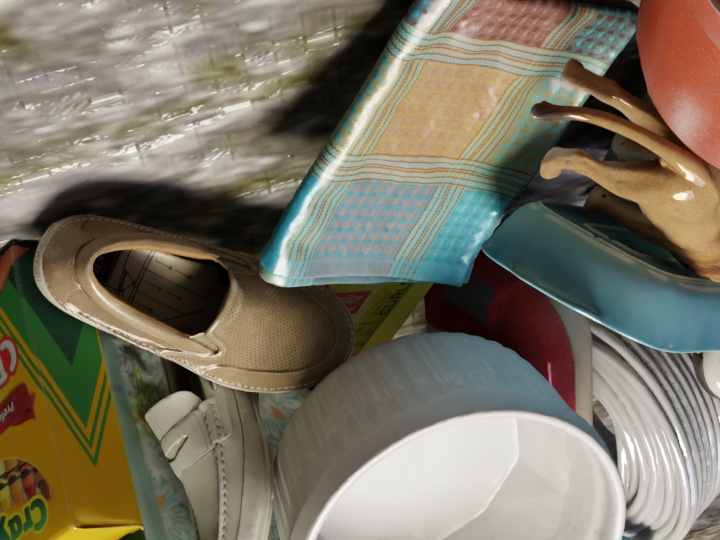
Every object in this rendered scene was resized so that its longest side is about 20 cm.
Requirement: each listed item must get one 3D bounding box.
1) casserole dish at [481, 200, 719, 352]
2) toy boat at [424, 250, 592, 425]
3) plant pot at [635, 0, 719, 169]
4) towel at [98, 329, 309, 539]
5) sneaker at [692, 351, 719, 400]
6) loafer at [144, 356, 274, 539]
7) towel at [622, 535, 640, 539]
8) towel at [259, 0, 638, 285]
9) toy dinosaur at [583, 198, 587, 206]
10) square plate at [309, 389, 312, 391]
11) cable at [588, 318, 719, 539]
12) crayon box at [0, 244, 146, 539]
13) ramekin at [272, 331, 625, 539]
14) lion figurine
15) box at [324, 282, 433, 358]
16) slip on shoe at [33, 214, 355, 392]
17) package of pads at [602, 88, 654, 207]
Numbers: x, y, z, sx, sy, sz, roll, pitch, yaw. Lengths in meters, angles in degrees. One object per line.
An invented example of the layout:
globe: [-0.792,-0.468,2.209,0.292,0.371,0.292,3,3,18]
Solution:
casserole dish: [0.143,0.000,1.214,0.039,0.121,0.200,-64,157,10]
toy boat: [0.066,0.087,1.387,0.130,0.130,0.201,-25,130,-26]
plant pot: [0.213,-0.135,1.001,0.199,0.202,0.195,-14,166,-8]
towel: [-0.086,0.126,1.351,0.170,0.201,0.048,9,148,-42]
sneaker: [0.296,0.021,1.336,0.200,0.076,0.115,-34,-165,1]
loafer: [-0.091,0.093,1.285,0.069,0.201,0.070,8,146,-23]
towel: [0.073,0.180,1.443,0.146,0.199,0.022,-29,129,-43]
towel: [0.045,-0.066,1.154,0.146,0.022,0.200,1,135,-40]
toy dinosaur: [0.197,-0.010,1.363,0.199,0.101,0.059,-5,123,-12]
square plate: [-0.059,0.139,1.484,0.197,0.200,0.029,-11,119,-12]
cable: [0.156,0.094,1.471,0.069,0.200,0.200,-31,164,-32]
crayon box: [-0.186,0.103,1.235,0.051,0.201,0.127,4,150,-42]
ramekin: [0.042,0.129,1.276,0.199,0.105,0.201,-11,127,-15]
lion figurine: [0.165,-0.041,1.139,0.073,0.122,0.200,-64,154,5]
box: [0.000,0.000,1.329,0.075,0.050,0.200,-7,156,-25]
slip on shoe: [-0.082,0.019,1.226,0.199,0.077,0.060,24,171,-29]
package of pads: [0.251,-0.085,1.290,0.199,0.069,0.155,-9,155,-18]
